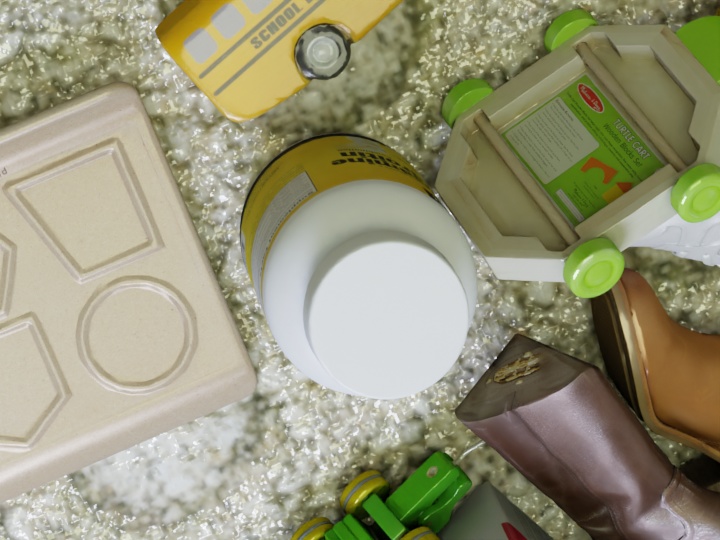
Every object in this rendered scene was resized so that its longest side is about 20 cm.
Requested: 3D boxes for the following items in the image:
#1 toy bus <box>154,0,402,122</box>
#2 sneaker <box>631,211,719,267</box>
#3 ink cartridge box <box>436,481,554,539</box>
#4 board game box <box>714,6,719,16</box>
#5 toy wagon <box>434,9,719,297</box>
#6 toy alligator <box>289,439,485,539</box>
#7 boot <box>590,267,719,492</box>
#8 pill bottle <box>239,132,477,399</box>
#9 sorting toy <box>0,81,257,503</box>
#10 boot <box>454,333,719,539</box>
[{"bbox_3d":[-0.011,-0.164,1.371,0.200,0.065,0.078,-42,105,3],"label":"toy bus"},{"bbox_3d":[0.210,-0.022,1.408,0.198,0.075,0.100,-9,106,5],"label":"sneaker"},{"bbox_3d":[0.126,0.230,1.447,0.200,0.145,0.083,41,96,-16],"label":"ink cartridge box"},{"bbox_3d":[0.274,-0.078,1.443,0.199,0.030,0.096,21,119,-11],"label":"board game box"},{"bbox_3d":[0.139,-0.076,1.376,0.199,0.155,0.040,-34,139,0],"label":"toy wagon"},{"bbox_3d":[0.026,0.143,1.463,0.200,0.059,0.054,-41,151,-5],"label":"toy alligator"},{"bbox_3d":[0.225,0.052,1.460,0.154,0.074,0.201,-28,118,0],"label":"boot"},{"bbox_3d":[0.000,0.000,1.342,0.111,0.200,0.113,-2,105,-8],"label":"pill bottle"},{"bbox_3d":[-0.174,0.015,1.409,0.184,0.036,0.201,-23,111,-3],"label":"sorting toy"},{"bbox_3d":[0.168,0.105,1.393,0.186,0.064,0.200,-24,115,37],"label":"boot"}]
